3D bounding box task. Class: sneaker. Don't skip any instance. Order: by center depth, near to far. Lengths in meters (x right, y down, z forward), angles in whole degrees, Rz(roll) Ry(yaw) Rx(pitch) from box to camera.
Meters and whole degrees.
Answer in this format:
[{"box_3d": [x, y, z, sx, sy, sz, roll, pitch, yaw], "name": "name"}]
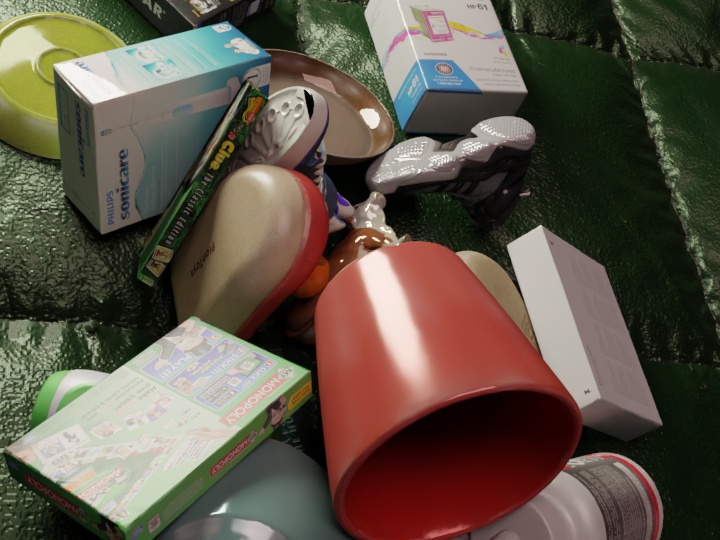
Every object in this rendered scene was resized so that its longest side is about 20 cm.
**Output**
[{"box_3d": [-0.051, -0.097, 1.014, 0.145, 0.200, 0.082, 12, 54, -37], "name": "sneaker"}, {"box_3d": [0.107, -0.093, 1.146, 0.197, 0.115, 0.076, -17, 35, -8], "name": "sneaker"}]

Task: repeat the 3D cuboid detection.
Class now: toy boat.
[{"box_3d": [-0.086, -0.006, 0.953, 0.129, 0.200, 0.132, 7, 54, -34], "name": "toy boat"}]

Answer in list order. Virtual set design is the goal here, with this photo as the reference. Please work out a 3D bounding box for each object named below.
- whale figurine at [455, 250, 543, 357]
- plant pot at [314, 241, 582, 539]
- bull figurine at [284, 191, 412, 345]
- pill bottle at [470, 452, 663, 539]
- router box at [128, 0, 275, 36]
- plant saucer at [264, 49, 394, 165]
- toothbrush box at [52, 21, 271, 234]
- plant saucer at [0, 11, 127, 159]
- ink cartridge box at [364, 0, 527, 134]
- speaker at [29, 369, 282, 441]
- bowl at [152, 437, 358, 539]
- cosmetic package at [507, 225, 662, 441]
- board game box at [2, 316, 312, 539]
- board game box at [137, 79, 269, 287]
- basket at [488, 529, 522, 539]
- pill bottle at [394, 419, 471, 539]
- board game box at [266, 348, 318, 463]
[{"box_3d": [0.130, 0.079, 1.054, 0.201, 0.103, 0.160, 50, 28, -14], "name": "whale figurine"}, {"box_3d": [0.051, 0.089, 0.813, 0.197, 0.202, 0.179, 0, 44, -22], "name": "plant pot"}, {"box_3d": [0.000, 0.000, 1.042, 0.065, 0.120, 0.201, 53, 54, -30], "name": "bull figurine"}, {"box_3d": [0.183, 0.228, 0.910, 0.199, 0.111, 0.112, 3, 52, -52], "name": "pill bottle"}, {"box_3d": [-0.217, -0.368, 1.225, 0.200, 0.052, 0.157, 44, 53, 9], "name": "router box"}, {"box_3d": [-0.057, -0.180, 1.153, 0.197, 0.032, 0.202, 19, 36, -14], "name": "plant saucer"}, {"box_3d": [-0.194, -0.144, 1.015, 0.198, 0.148, 0.085, -25, 50, -33], "name": "toothbrush box"}, {"box_3d": [-0.319, -0.208, 1.088, 0.197, 0.031, 0.202, 11, 54, -15], "name": "plant saucer"}, {"box_3d": [0.103, -0.274, 1.277, 0.142, 0.085, 0.202, -2, 58, -24], "name": "ink cartridge box"}, {"box_3d": [-0.169, 0.140, 0.852, 0.197, 0.089, 0.089, 10, 52, 7], "name": "speaker"}, {"box_3d": [-0.096, 0.236, 0.763, 0.198, 0.203, 0.105, 24, 8, -5], "name": "bowl"}, {"box_3d": [0.237, 0.068, 1.081, 0.150, 0.051, 0.203, 28, 41, -48], "name": "cosmetic package"}, {"box_3d": [-0.149, 0.116, 0.778, 0.133, 0.029, 0.199, 22, 40, 30], "name": "board game box"}, {"box_3d": [-0.150, -0.086, 0.959, 0.023, 0.201, 0.105, 30, 8, -19], "name": "board game box"}, {"box_3d": [0.103, 0.345, 0.786, 0.198, 0.201, 0.160, 45, 54, 11], "name": "basket"}, {"box_3d": [0.036, 0.172, 0.927, 0.112, 0.114, 0.203, 7, 56, -18], "name": "pill bottle"}, {"box_3d": [-0.106, 0.173, 0.921, 0.133, 0.028, 0.202, -7, 61, -27], "name": "board game box"}]
